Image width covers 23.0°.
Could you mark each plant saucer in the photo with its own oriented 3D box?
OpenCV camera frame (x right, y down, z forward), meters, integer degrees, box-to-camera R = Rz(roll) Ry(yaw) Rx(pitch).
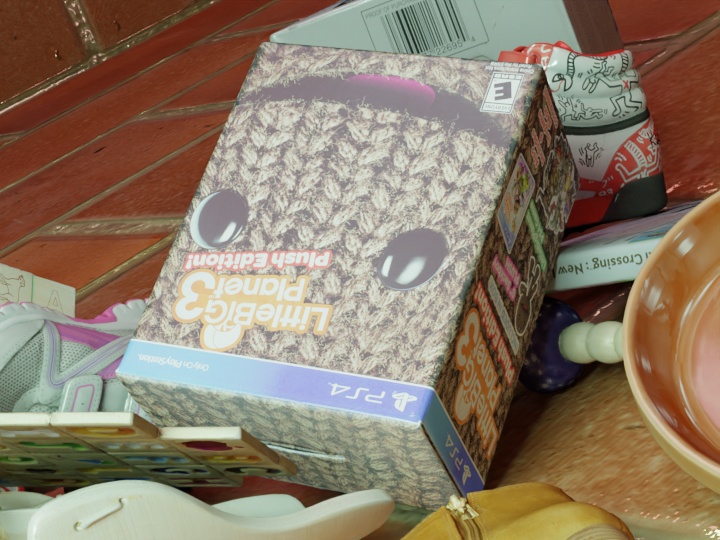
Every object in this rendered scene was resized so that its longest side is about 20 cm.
[{"bbox_3d":[0.209,0.025,0.733,0.199,0.032,0.201,-13,42,12],"label":"plant saucer"}]

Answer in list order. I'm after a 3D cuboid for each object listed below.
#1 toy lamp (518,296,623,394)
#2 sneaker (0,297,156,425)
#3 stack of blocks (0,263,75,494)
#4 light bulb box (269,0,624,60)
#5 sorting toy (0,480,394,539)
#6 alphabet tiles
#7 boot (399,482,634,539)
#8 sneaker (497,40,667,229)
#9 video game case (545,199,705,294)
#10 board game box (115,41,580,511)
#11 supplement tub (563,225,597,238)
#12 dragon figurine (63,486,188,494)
[{"bbox_3d":[0.157,0.035,0.848,0.058,0.058,0.199,-35,17,-36],"label":"toy lamp"},{"bbox_3d":[-0.134,0.067,0.890,0.088,0.082,0.200,35,26,26],"label":"sneaker"},{"bbox_3d":[-0.215,0.094,0.933,0.058,0.115,0.201,-25,56,39],"label":"stack of blocks"},{"bbox_3d":[0.069,-0.153,1.234,0.197,0.125,0.200,-18,10,18],"label":"light bulb box"},{"bbox_3d":[-0.083,0.134,0.807,0.179,0.107,0.200,-17,0,-27],"label":"sorting toy"},{"bbox_3d":[-0.134,0.079,0.753,0.199,0.006,0.166,-2,-16,10],"label":"alphabet tiles"},{"bbox_3d":[0.016,0.147,0.684,0.200,0.071,0.144,-23,10,-12],"label":"boot"},{"bbox_3d":[0.073,-0.070,1.016,0.200,0.109,0.067,-12,7,-9],"label":"sneaker"},{"bbox_3d":[0.203,-0.024,0.937,0.181,0.022,0.200,-10,4,40],"label":"video game case"},{"bbox_3d":[0.000,0.000,0.868,0.159,0.097,0.201,7,60,24],"label":"board game box"},{"bbox_3d":[0.053,-0.033,1.116,0.199,0.107,0.107,-18,17,16],"label":"supplement tub"},{"bbox_3d":[-0.128,0.101,1.018,0.099,0.059,0.200,-14,23,23],"label":"dragon figurine"}]
